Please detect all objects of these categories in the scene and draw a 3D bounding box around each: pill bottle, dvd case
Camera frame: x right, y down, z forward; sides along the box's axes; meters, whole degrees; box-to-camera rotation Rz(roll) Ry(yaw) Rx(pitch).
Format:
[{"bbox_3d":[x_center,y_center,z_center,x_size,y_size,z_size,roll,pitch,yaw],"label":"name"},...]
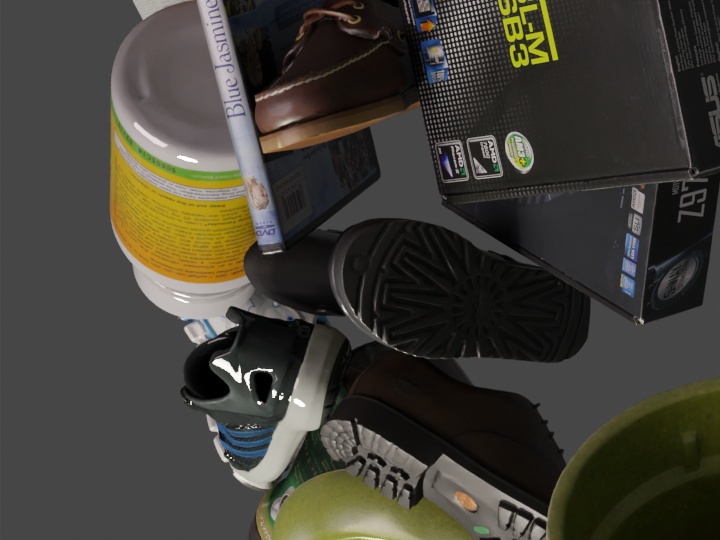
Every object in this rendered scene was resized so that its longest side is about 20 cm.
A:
[{"bbox_3d":[-0.091,-0.056,1.280,0.111,0.111,0.200,58,159,24],"label":"pill bottle"},{"bbox_3d":[-0.042,-0.122,1.132,0.018,0.143,0.200,-8,104,23],"label":"dvd case"}]

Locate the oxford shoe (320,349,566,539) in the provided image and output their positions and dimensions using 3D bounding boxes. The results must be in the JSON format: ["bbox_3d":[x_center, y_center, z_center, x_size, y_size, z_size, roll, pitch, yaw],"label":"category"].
[{"bbox_3d":[0.085,0.105,1.137,0.200,0.084,0.073,35,147,0],"label":"oxford shoe"}]

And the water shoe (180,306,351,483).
[{"bbox_3d":[-0.061,0.062,1.229,0.200,0.079,0.072,126,164,-66],"label":"water shoe"}]

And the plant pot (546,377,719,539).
[{"bbox_3d":[0.183,0.179,0.959,0.200,0.200,0.184,39,145,43],"label":"plant pot"}]

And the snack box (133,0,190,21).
[{"bbox_3d":[-0.061,-0.149,1.289,0.200,0.037,0.116,-2,119,57],"label":"snack box"}]

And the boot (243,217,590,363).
[{"bbox_3d":[0.001,0.000,1.177,0.200,0.165,0.066,18,89,53],"label":"boot"}]

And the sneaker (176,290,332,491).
[{"bbox_3d":[-0.061,0.035,1.381,0.087,0.075,0.200,-33,60,19],"label":"sneaker"}]

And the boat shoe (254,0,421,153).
[{"bbox_3d":[-0.005,-0.105,1.104,0.070,0.200,0.070,-12,98,21],"label":"boat shoe"}]

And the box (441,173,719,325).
[{"bbox_3d":[0.110,-0.096,1.068,0.160,0.044,0.200,35,131,45],"label":"box"}]

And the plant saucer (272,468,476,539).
[{"bbox_3d":[0.033,0.195,1.227,0.200,0.031,0.200,18,135,20],"label":"plant saucer"}]

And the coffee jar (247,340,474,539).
[{"bbox_3d":[0.003,0.133,1.289,0.104,0.085,0.200,59,144,24],"label":"coffee jar"}]

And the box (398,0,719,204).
[{"bbox_3d":[0.085,-0.135,1.005,0.193,0.047,0.200,-1,103,60],"label":"box"}]
